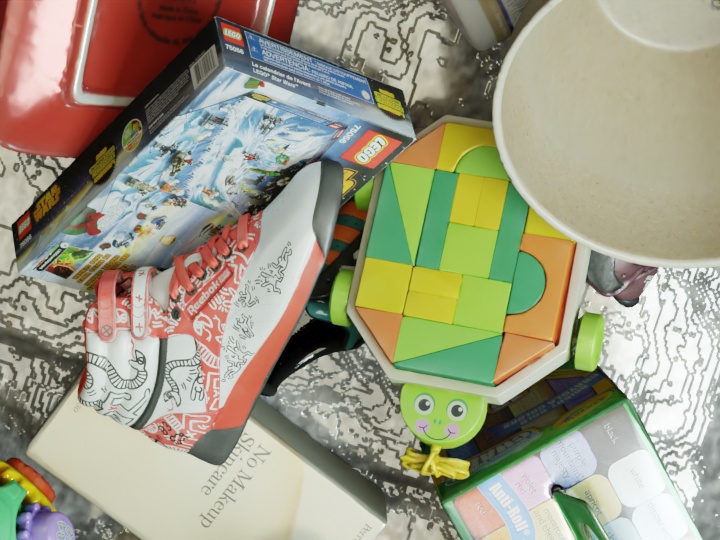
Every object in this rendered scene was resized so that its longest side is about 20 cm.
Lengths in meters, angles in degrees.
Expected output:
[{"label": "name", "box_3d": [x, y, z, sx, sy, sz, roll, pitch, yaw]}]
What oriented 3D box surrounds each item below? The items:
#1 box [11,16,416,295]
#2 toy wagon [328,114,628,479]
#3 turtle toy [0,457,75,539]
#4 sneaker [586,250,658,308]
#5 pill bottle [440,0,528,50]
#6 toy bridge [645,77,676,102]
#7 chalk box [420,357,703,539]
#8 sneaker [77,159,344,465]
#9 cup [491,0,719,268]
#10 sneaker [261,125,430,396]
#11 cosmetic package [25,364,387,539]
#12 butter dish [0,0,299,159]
[{"label": "box", "box_3d": [-0.084, -0.050, 1.207, 0.136, 0.040, 0.200, 18, 135, -39]}, {"label": "toy wagon", "box_3d": [0.061, 0.016, 1.202, 0.154, 0.040, 0.201, 10, 77, 13]}, {"label": "turtle toy", "box_3d": [-0.209, 0.174, 1.279, 0.200, 0.146, 0.101, 42, 72, 1]}, {"label": "sneaker", "box_3d": [0.199, -0.029, 1.299, 0.199, 0.076, 0.116, 12, 103, 7]}, {"label": "pill bottle", "box_3d": [0.122, -0.226, 1.239, 0.199, 0.120, 0.120, -31, 98, 2]}, {"label": "toy bridge", "box_3d": [0.181, -0.085, 1.242, 0.067, 0.027, 0.200, 40, 87, 10]}, {"label": "chalk box", "box_3d": [0.121, 0.144, 1.248, 0.123, 0.200, 0.125, -28, 97, 2]}, {"label": "sneaker", "box_3d": [-0.090, 0.012, 1.195, 0.107, 0.067, 0.202, 22, 119, -8]}, {"label": "cup", "box_3d": [0.172, -0.123, 1.149, 0.199, 0.144, 0.201, 3, 132, 4]}, {"label": "sneaker", "box_3d": [0.000, 0.000, 1.277, 0.200, 0.080, 0.071, -42, 128, 9]}, {"label": "cosmetic package", "box_3d": [-0.091, 0.123, 1.305, 0.200, 0.073, 0.104, 36, 96, -5]}, {"label": "butter dish", "box_3d": [-0.141, -0.174, 1.233, 0.199, 0.148, 0.201, 0, 111, -42]}]
